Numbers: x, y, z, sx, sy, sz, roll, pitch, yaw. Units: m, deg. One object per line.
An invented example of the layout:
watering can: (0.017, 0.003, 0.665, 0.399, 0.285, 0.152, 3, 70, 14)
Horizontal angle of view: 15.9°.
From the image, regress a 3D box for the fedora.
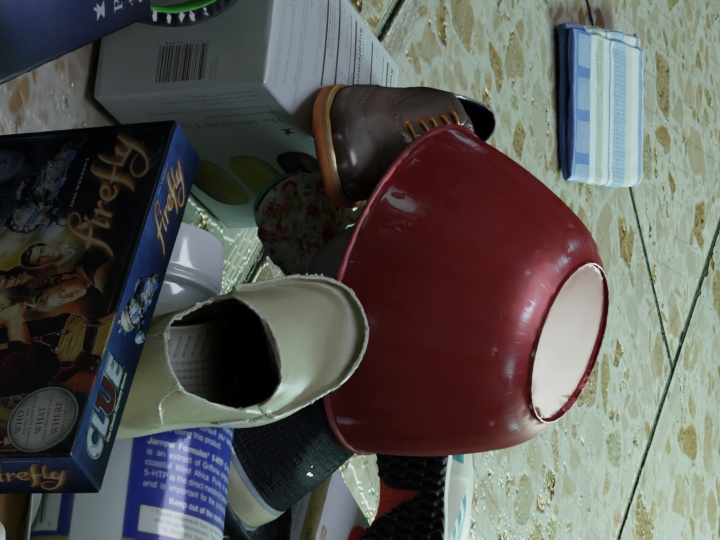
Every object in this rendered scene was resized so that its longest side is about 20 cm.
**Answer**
fedora: (-0.049, 0.073, 1.532, 0.201, 0.091, 0.202, -23, 90, -80)

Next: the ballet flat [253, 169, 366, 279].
ballet flat: (0.000, 0.000, 1.580, 0.076, 0.064, 0.200, -45, 150, 1)

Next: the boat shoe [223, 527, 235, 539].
boat shoe: (-0.079, 0.195, 1.485, 0.073, 0.063, 0.201, 39, 28, -42)

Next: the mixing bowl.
mixing bowl: (0.074, 0.025, 1.481, 0.200, 0.108, 0.201, -39, 138, -47)

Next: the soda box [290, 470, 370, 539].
soda box: (-0.019, 0.210, 1.705, 0.200, 0.063, 0.068, 61, 34, -46)

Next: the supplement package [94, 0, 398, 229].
supplement package: (-0.063, -0.114, 1.562, 0.200, 0.113, 0.110, 45, 46, -59)

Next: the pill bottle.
pill bottle: (-0.126, 0.078, 1.383, 0.120, 0.119, 0.201, 39, 53, -61)

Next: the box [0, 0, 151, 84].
box: (-0.204, -0.191, 1.220, 0.198, 0.122, 0.201, -38, 122, -61)

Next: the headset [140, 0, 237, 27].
headset: (-0.129, -0.221, 1.408, 0.200, 0.094, 0.124, 43, 82, -21)

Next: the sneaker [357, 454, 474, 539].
sneaker: (0.042, 0.182, 1.680, 0.094, 0.070, 0.201, 56, 34, -42)

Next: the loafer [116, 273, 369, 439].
loafer: (-0.059, 0.045, 1.323, 0.199, 0.068, 0.076, -16, 92, -47)

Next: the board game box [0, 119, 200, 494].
board game box: (-0.167, 0.017, 1.269, 0.035, 0.135, 0.201, 60, 34, -46)

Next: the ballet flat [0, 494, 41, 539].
ballet flat: (-0.186, 0.115, 1.289, 0.067, 0.064, 0.201, 9, 77, -21)

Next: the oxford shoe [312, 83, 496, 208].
oxford shoe: (0.025, -0.082, 1.524, 0.200, 0.072, 0.072, -31, 111, -68)

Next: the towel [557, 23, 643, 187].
towel: (0.221, -0.151, 2.378, 0.200, 0.024, 0.148, -2, 92, -66)
